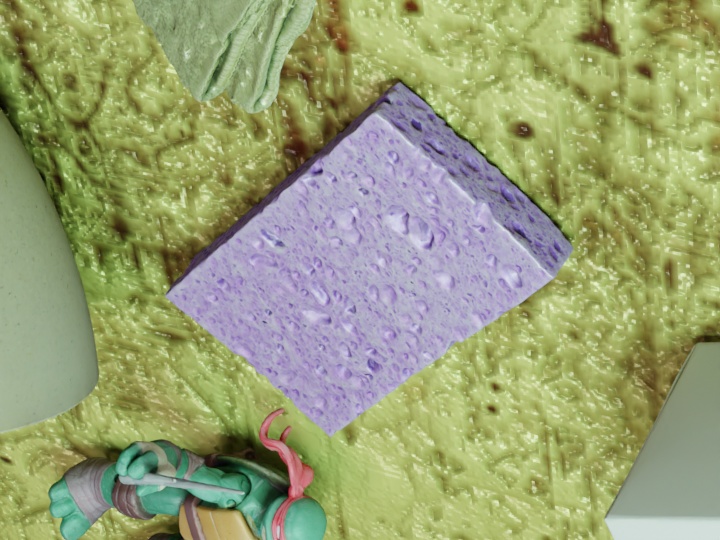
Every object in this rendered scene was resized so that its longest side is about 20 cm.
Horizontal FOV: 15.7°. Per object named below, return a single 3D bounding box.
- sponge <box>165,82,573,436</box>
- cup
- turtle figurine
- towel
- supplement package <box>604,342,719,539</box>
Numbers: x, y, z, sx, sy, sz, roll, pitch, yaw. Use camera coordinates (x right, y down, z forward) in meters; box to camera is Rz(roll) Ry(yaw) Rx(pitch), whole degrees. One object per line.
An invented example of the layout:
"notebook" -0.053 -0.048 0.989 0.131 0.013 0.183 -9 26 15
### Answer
"sponge" 0.000 0.000 1.227 0.112 0.030 0.200 42 139 -8
"cup" -0.229 -0.014 1.267 0.200 0.200 0.144 9 108 27
"turtle figurine" -0.077 0.141 1.361 0.200 0.101 0.150 -5 112 56
"towel" -0.077 -0.174 1.054 0.200 0.036 0.148 56 146 16
"supplement package" 0.228 0.108 1.108 0.200 0.120 0.121 -3 128 36
